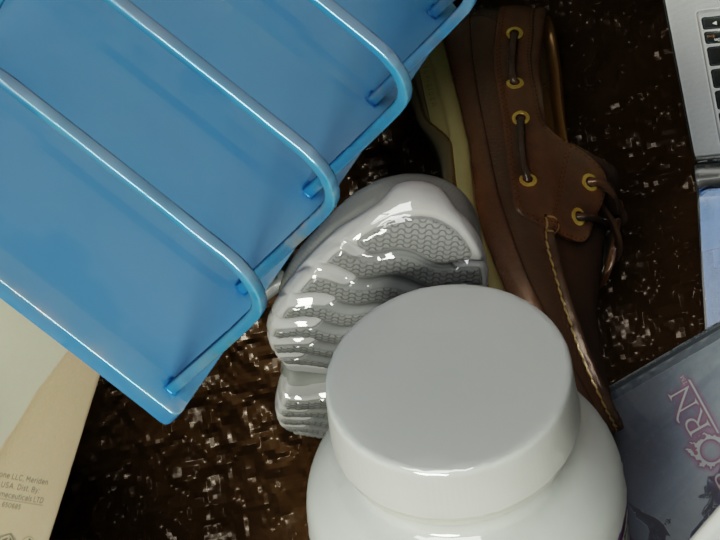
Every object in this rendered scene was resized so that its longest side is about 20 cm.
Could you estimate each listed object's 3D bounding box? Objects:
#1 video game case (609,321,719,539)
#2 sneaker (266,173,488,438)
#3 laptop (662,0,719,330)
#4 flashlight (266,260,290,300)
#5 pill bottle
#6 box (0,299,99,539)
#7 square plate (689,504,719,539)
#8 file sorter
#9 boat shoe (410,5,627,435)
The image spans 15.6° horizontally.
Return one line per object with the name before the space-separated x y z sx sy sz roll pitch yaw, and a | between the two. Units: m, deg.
video game case | 0.181 0.074 0.970 0.199 0.019 0.143 -32 80 18
sneaker | 0.000 0.000 0.977 0.074 0.200 0.083 8 69 -9
laptop | 0.210 -0.035 0.968 0.186 0.201 0.116 -5 43 14
flashlight | -0.120 0.030 1.047 0.200 0.068 0.068 -36 103 20
pill bottle | 0.040 0.102 0.925 0.111 0.201 0.113 -5 46 5
box | -0.146 0.005 0.985 0.095 0.078 0.201 19 91 38
square plate | 0.169 0.171 0.916 0.198 0.028 0.200 41 92 -20
file sorter | -0.050 -0.080 0.882 0.139 0.123 0.200 37 63 -6
boat shoe | 0.069 -0.023 1.009 0.067 0.072 0.201 -19 58 5
